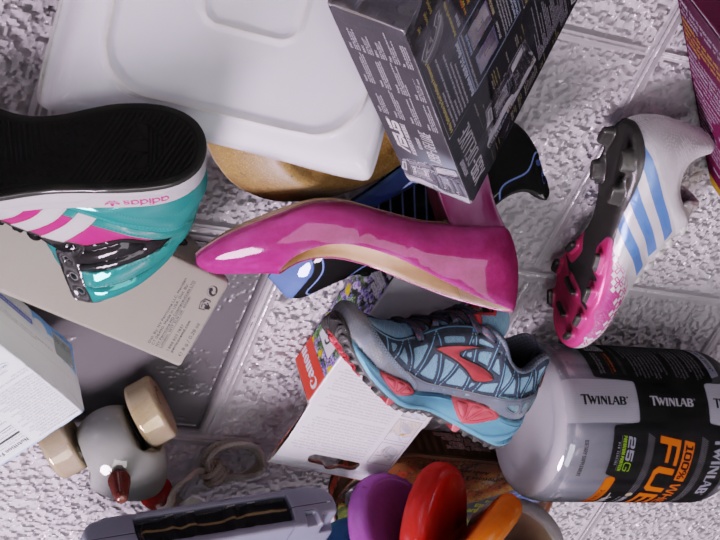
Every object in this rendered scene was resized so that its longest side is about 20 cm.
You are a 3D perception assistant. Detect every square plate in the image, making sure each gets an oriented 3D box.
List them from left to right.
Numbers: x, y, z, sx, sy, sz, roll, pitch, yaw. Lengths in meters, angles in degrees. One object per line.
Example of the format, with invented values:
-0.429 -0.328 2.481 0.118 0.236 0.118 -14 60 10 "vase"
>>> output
-0.058 -0.159 0.819 0.198 0.028 0.200 11 107 -18 "square plate"

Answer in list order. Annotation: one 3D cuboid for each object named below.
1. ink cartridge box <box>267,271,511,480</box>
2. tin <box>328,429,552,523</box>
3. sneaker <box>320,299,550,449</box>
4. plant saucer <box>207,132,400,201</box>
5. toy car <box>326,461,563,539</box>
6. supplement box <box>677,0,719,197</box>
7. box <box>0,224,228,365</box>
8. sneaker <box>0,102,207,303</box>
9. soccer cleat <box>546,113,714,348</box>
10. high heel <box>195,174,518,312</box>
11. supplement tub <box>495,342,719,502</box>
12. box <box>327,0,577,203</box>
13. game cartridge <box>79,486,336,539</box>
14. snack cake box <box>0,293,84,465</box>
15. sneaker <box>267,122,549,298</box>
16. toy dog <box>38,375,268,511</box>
0.016 0.069 1.126 0.108 0.051 0.201 15 125 -31 "ink cartridge box"
0.067 0.184 1.256 0.198 0.042 0.113 9 123 -26 "tin"
0.056 0.048 1.048 0.199 0.079 0.096 26 105 -43 "sneaker"
-0.002 -0.118 0.917 0.199 0.035 0.202 -25 139 -24 "plant saucer"
0.048 0.222 1.150 0.199 0.175 0.151 -20 103 33 "toy car"
0.301 -0.121 1.020 0.130 0.104 0.201 -22 134 3 "supplement box"
-0.186 -0.016 0.944 0.199 0.082 0.069 27 99 -38 "box"
-0.181 -0.038 0.842 0.197 0.084 0.121 3 148 0 "sneaker"
0.198 -0.022 1.094 0.085 0.070 0.201 -1 130 -18 "soccer cleat"
0.000 0.000 0.953 0.198 0.097 0.067 -13 176 -11 "high heel"
0.215 0.121 1.193 0.198 0.123 0.123 4 129 -23 "supplement tub"
0.060 -0.152 0.842 0.159 0.049 0.200 -62 157 -14 "box"
-0.127 0.219 1.122 0.198 0.041 0.134 -4 140 -31 "game cartridge"
-0.296 0.093 0.991 0.199 0.068 0.115 -32 135 10 "snack cake box"
0.033 -0.028 1.013 0.199 0.070 0.078 -35 94 12 "sneaker"
-0.156 0.168 1.119 0.131 0.097 0.200 -37 132 15 "toy dog"
